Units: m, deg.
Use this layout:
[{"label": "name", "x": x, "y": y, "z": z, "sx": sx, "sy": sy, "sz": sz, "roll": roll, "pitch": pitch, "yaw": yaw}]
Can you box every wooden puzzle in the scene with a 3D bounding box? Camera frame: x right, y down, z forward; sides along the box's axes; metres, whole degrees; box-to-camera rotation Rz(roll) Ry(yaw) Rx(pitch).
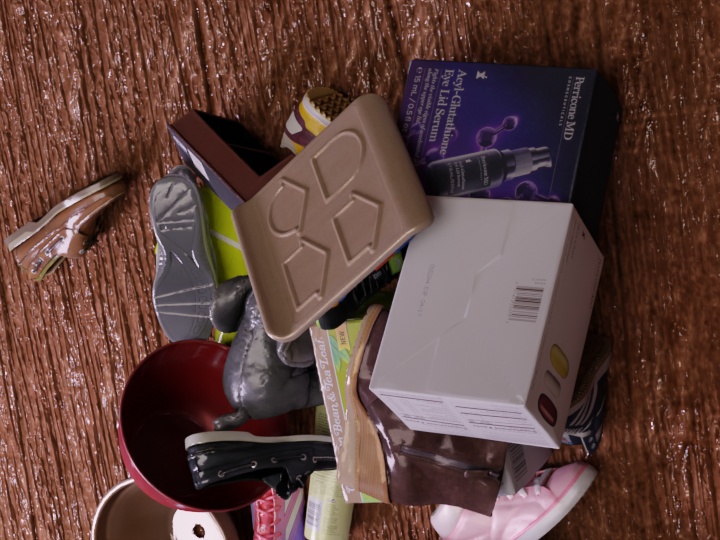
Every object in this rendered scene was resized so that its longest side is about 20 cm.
[{"label": "wooden puzzle", "x": -0.024, "y": -0.048, "z": 1.540, "sx": 0.200, "sy": 0.046, "sz": 0.185, "roll": -38, "pitch": 48, "yaw": 21}]

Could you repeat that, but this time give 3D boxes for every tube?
[{"label": "tube", "x": -0.025, "y": 0.207, "z": 1.794, "sx": 0.058, "sy": 0.052, "sz": 0.201, "roll": 4, "pitch": 99, "yaw": -20}]

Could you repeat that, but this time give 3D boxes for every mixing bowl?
[{"label": "mixing bowl", "x": -0.190, "y": 0.190, "z": 1.779, "sx": 0.200, "sy": 0.200, "sz": 0.108, "roll": 52, "pitch": 142, "yaw": 6}]

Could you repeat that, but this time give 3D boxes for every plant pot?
[{"label": "plant pot", "x": -0.213, "y": 0.325, "z": 1.892, "sx": 0.200, "sy": 0.093, "sz": 0.201, "roll": 7, "pitch": 105, "yaw": 25}]

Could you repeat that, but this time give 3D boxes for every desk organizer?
[{"label": "desk organizer", "x": -0.113, "y": -0.102, "z": 1.693, "sx": 0.077, "sy": 0.072, "sz": 0.200, "roll": -38, "pitch": 59, "yaw": -12}]

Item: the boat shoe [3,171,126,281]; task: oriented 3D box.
[{"label": "boat shoe", "x": -0.334, "y": -0.051, "z": 1.874, "sx": 0.200, "sy": 0.072, "sz": 0.068, "roll": -29, "pitch": 93, "yaw": 39}]

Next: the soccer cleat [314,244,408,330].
[{"label": "soccer cleat", "x": 0.000, "y": 0.000, "z": 1.639, "sx": 0.081, "sy": 0.200, "sz": 0.068, "roll": -8, "pitch": 111, "yaw": 20}]

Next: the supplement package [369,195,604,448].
[{"label": "supplement package", "x": 0.120, "y": 0.046, "z": 1.478, "sx": 0.155, "sy": 0.111, "sz": 0.200, "roll": 5, "pitch": 67, "yaw": 27}]

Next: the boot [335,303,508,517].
[{"label": "boot", "x": 0.068, "y": 0.139, "z": 1.575, "sx": 0.166, "sy": 0.072, "sz": 0.201, "roll": 9, "pitch": 104, "yaw": 9}]

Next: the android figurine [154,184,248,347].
[{"label": "android figurine", "x": -0.150, "y": -0.017, "z": 1.800, "sx": 0.182, "sy": 0.041, "sz": 0.200, "roll": 26, "pitch": 114, "yaw": 19}]

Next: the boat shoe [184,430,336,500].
[{"label": "boat shoe", "x": -0.090, "y": 0.212, "z": 1.710, "sx": 0.074, "sy": 0.199, "sz": 0.066, "roll": -38, "pitch": 50, "yaw": 55}]

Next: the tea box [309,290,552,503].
[{"label": "tea box", "x": 0.075, "y": 0.126, "z": 1.667, "sx": 0.196, "sy": 0.134, "sz": 0.201, "roll": -8, "pitch": 100, "yaw": 27}]

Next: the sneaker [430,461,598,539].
[{"label": "sneaker", "x": 0.153, "y": 0.241, "z": 1.692, "sx": 0.105, "sy": 0.075, "sz": 0.200, "roll": 48, "pitch": 123, "yaw": 2}]

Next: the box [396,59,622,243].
[{"label": "box", "x": 0.139, "y": -0.117, "z": 1.558, "sx": 0.200, "sy": 0.104, "sz": 0.148, "roll": 5, "pitch": 75, "yaw": 26}]

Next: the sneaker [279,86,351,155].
[{"label": "sneaker", "x": 0.000, "y": -0.101, "z": 1.690, "sx": 0.200, "sy": 0.075, "sz": 0.090, "roll": 47, "pitch": 129, "yaw": 15}]

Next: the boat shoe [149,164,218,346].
[{"label": "boat shoe", "x": -0.194, "y": -0.015, "z": 1.772, "sx": 0.074, "sy": 0.065, "sz": 0.202, "roll": -3, "pitch": 110, "yaw": 9}]

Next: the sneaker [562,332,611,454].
[{"label": "sneaker", "x": 0.194, "y": 0.146, "z": 1.580, "sx": 0.070, "sy": 0.200, "sz": 0.109, "roll": 17, "pitch": 118, "yaw": 25}]

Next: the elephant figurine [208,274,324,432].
[{"label": "elephant figurine", "x": -0.092, "y": 0.049, "z": 1.703, "sx": 0.141, "sy": 0.155, "sz": 0.200, "roll": -3, "pitch": 124, "yaw": -2}]

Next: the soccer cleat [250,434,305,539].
[{"label": "soccer cleat", "x": -0.100, "y": 0.289, "z": 1.834, "sx": 0.067, "sy": 0.076, "sz": 0.201, "roll": -5, "pitch": 101, "yaw": 28}]
